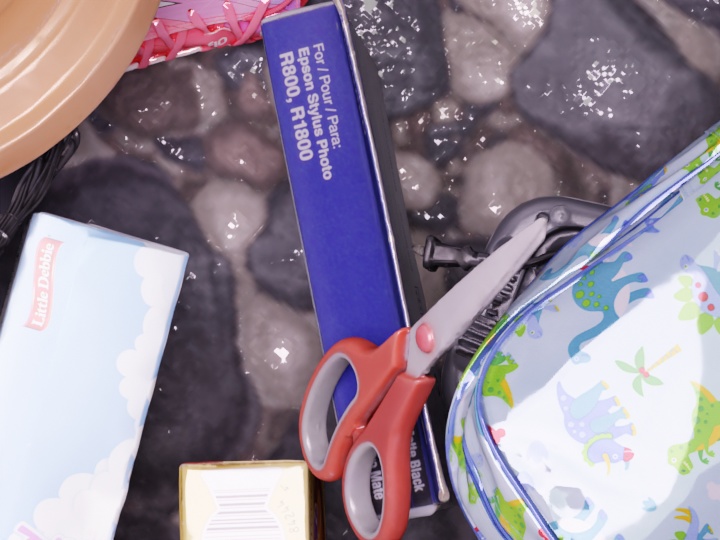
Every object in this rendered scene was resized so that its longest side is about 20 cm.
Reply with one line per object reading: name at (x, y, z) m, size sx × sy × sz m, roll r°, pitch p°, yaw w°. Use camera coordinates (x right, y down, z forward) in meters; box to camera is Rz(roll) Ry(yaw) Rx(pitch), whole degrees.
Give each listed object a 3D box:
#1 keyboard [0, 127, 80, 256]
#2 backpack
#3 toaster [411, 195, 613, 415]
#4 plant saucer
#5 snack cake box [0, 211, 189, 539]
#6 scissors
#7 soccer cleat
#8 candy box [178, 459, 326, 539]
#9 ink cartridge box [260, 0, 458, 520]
keyboard at (-0.158, -0.008, 1.111) m, size 0.021 × 0.127 × 0.200 m, roll 39°, pitch 46°, yaw -12°
backpack at (0.123, 0.040, 1.010) m, size 0.199 × 0.154 × 0.164 m, roll -31°, pitch 90°, yaw 16°
toaster at (0.111, 0.042, 1.133) m, size 0.199 × 0.129 × 0.114 m, roll 20°, pitch 86°, yaw 4°
plant saucer at (-0.172, -0.121, 1.115) m, size 0.199 × 0.032 × 0.201 m, roll -9°, pitch 61°, yaw 16°
snack cake box at (-0.130, 0.082, 1.145) m, size 0.067 × 0.115 × 0.201 m, roll 15°, pitch 86°, yaw -9°
scissors at (0.017, 0.024, 0.985) m, size 0.014 × 0.200 × 0.073 m, roll -9°, pitch 54°, yaw -26°
soccer cleat at (-0.071, -0.118, 1.190) m, size 0.199 × 0.067 × 0.077 m, roll -28°, pitch 88°, yaw -3°
candy box at (-0.041, 0.178, 1.137) m, size 0.056 × 0.117 × 0.201 m, roll -3°, pitch 85°, yaw 2°
ink cartridge box at (0.000, 0.000, 1.107) m, size 0.040 × 0.200 × 0.201 m, roll -12°, pitch 84°, yaw 3°
